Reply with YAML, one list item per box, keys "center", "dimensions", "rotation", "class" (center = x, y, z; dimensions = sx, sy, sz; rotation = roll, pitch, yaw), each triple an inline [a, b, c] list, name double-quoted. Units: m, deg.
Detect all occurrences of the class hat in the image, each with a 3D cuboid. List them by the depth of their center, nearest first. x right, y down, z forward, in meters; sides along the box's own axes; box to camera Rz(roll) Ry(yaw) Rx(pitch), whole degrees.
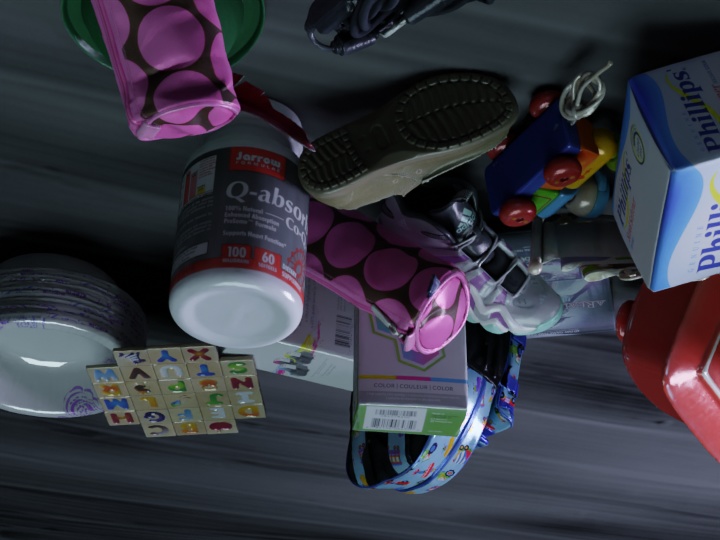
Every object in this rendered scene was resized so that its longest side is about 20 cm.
- center: [-0.156, -0.148, 1.325]
  dimensions: [0.165, 0.178, 0.200]
  rotation: [22, 141, -29]
  class: "hat"

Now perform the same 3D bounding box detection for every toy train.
- center: [0.204, -0.111, 1.464]
  dimensions: [0.115, 0.085, 0.200]
  rotation: [8, 147, -29]
  class: "toy train"

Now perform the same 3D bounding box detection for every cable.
- center: [0.056, -0.216, 1.261]
  dimensions: [0.162, 0.051, 0.200]
  rotation: [-13, 170, -31]
  class: "cable"

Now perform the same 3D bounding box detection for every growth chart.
- center: [0.246, -0.021, 1.530]
  dimensions: [0.198, 0.145, 0.018]
  rotation: [2, 116, 13]
  class: "growth chart"

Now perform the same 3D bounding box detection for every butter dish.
- center: [0.319, 0.061, 1.653]
  dimensions: [0.147, 0.201, 0.199]
  rotation: [10, 156, 40]
  class: "butter dish"

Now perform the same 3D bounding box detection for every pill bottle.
- center: [-0.102, -0.045, 1.459]
  dimensions: [0.114, 0.202, 0.116]
  rotation: [1, 148, 1]
  class: "pill bottle"

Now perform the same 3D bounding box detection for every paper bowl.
- center: [-0.315, 0.059, 1.699]
  dimensions: [0.198, 0.105, 0.201]
  rotation: [1, 146, 1]
  class: "paper bowl"

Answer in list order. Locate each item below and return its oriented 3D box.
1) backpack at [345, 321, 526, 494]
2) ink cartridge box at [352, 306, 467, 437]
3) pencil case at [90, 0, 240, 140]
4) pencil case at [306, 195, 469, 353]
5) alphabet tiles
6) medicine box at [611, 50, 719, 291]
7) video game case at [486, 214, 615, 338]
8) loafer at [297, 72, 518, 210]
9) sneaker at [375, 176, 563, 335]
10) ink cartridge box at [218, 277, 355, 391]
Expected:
- center: [0.071, 0.138, 1.712]
  dimensions: [0.134, 0.202, 0.182]
  rotation: [28, 145, -27]
  class: "backpack"
- center: [0.046, 0.055, 1.604]
  dimensions: [0.103, 0.202, 0.060]
  rotation: [4, 148, -5]
  class: "ink cartridge box"
- center: [-0.158, -0.195, 1.239]
  dimensions: [0.093, 0.202, 0.090]
  rotation: [-17, 177, -41]
  class: "pencil case"
- center: [0.000, 0.000, 1.524]
  dimensions: [0.199, 0.094, 0.091]
  rotation: [28, 148, 31]
  class: "pencil case"
- center: [-0.182, 0.122, 1.682]
  dimensions: [0.164, 0.006, 0.201]
  rotation: [-3, 150, 1]
  class: "alphabet tiles"
- center: [0.323, -0.094, 1.409]
  dimensions: [0.198, 0.104, 0.183]
  rotation: [-17, 147, -7]
  class: "medicine box"
- center: [0.182, 0.010, 1.699]
  dimensions: [0.141, 0.019, 0.201]
  rotation: [-5, 145, 10]
  class: "video game case"
- center: [0.042, -0.110, 1.457]
  dimensions: [0.198, 0.077, 0.068]
  rotation: [-19, 158, 3]
  class: "loafer"
- center: [0.102, -0.026, 1.541]
  dimensions: [0.199, 0.078, 0.140]
  rotation: [25, 147, 12]
  class: "sneaker"
- center: [-0.074, 0.038, 1.660]
  dimensions: [0.198, 0.116, 0.068]
  rotation: [15, 147, -18]
  class: "ink cartridge box"
